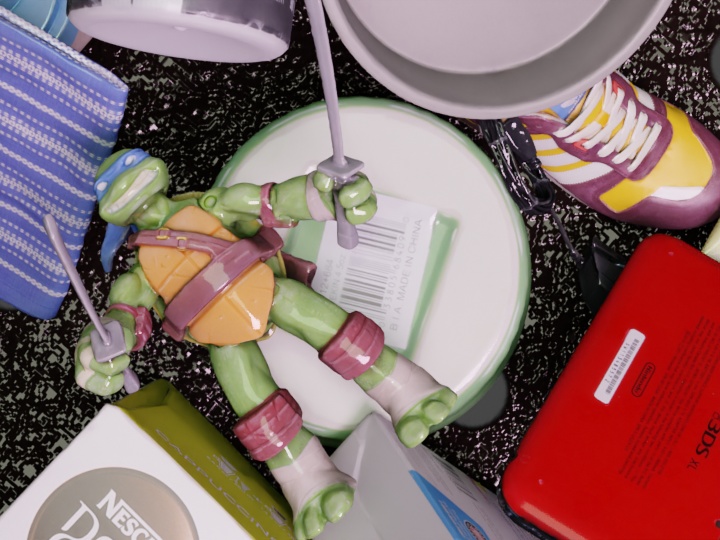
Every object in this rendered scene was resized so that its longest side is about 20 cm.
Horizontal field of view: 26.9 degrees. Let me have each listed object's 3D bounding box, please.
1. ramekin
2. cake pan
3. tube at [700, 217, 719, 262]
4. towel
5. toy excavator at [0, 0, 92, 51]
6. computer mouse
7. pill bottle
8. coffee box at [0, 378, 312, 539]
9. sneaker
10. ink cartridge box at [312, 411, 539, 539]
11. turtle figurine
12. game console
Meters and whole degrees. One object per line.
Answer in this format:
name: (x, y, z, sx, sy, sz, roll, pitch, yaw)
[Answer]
ramekin: (0.000, 0.000, 0.823, 0.198, 0.098, 0.203, 0, 88, 0)
cake pan: (0.068, -0.174, 0.729, 0.198, 0.037, 0.202, -7, 117, -13)
tube: (0.254, -0.073, 0.849, 0.058, 0.052, 0.201, 30, 88, -1)
towel: (-0.206, -0.062, 0.795, 0.144, 0.201, 0.024, 29, 48, 0)
toy excavator: (-0.237, -0.186, 0.781, 0.194, 0.200, 0.100, 44, 89, 15)
computer mouse: (0.124, -0.019, 0.814, 0.034, 0.059, 0.200, -25, 119, 25)
pill bottle: (-0.073, -0.205, 0.693, 0.105, 0.106, 0.202, 6, 89, 0)
coffee box: (-0.109, 0.196, 0.766, 0.200, 0.200, 0.198, 44, 89, 0)
sneaker: (0.122, -0.083, 0.831, 0.198, 0.090, 0.076, 26, 88, 1)
ink cartridge box: (0.069, 0.169, 0.773, 0.068, 0.115, 0.200, -48, 124, 8)
turtle figurine: (-0.049, 0.019, 0.674, 0.194, 0.200, 0.144, 48, 53, -6)
game console: (0.170, 0.113, 0.785, 0.171, 0.119, 0.200, 31, 54, 9)
